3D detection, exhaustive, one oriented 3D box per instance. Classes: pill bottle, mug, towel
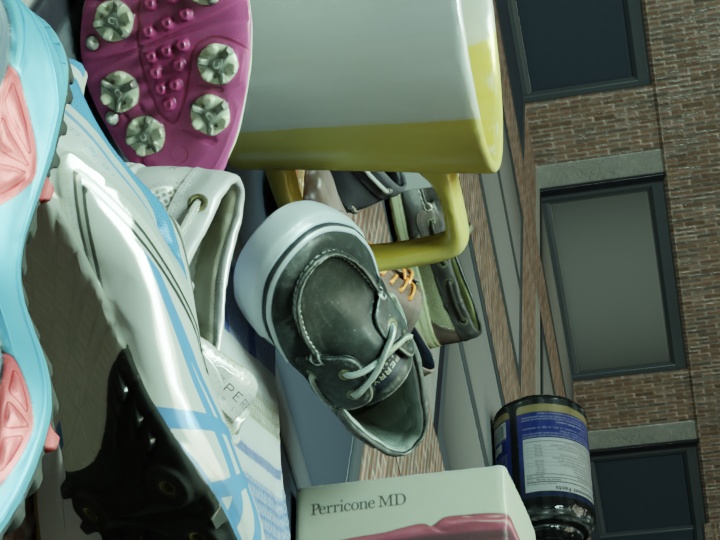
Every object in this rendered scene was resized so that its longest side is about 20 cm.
[{"bbox_3d":[0.211,0.253,1.798,0.112,0.111,0.201,67,20,-55],"label":"pill bottle"},{"bbox_3d":[-0.013,-0.096,0.773,0.149,0.153,0.187,19,65,-78],"label":"mug"},{"bbox_3d":[-0.066,0.087,0.728,0.147,0.024,0.201,54,29,-64],"label":"towel"}]

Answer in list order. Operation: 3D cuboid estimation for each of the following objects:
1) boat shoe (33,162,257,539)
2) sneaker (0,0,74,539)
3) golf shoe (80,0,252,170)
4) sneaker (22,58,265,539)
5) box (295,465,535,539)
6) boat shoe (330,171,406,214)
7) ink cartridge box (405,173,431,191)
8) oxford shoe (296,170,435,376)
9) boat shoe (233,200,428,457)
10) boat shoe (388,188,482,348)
[{"bbox_3d":[-0.074,0.045,0.584,0.071,0.069,0.201,63,25,-61],"label":"boat shoe"},{"bbox_3d":[-0.130,-0.006,0.380,0.096,0.079,0.200,44,32,-47],"label":"sneaker"},{"bbox_3d":[-0.081,-0.135,0.669,0.092,0.075,0.201,-47,130,-80],"label":"golf shoe"},{"bbox_3d":[-0.074,0.023,0.511,0.072,0.072,0.200,-38,111,-46],"label":"sneaker"},{"bbox_3d":[0.035,0.225,0.874,0.109,0.127,0.201,64,21,-56],"label":"box"},{"bbox_3d":[-0.017,-0.116,1.000,0.200,0.063,0.073,71,16,-45],"label":"boat shoe"},{"bbox_3d":[0.020,-0.178,1.176,0.146,0.083,0.200,-84,162,-52],"label":"ink cartridge box"},{"bbox_3d":[0.000,0.000,0.984,0.200,0.073,0.071,71,17,-46],"label":"oxford shoe"},{"bbox_3d":[-0.001,0.033,0.788,0.071,0.072,0.200,41,-9,29],"label":"boat shoe"},{"bbox_3d":[0.065,-0.032,1.354,0.072,0.066,0.201,-54,136,-73],"label":"boat shoe"}]
